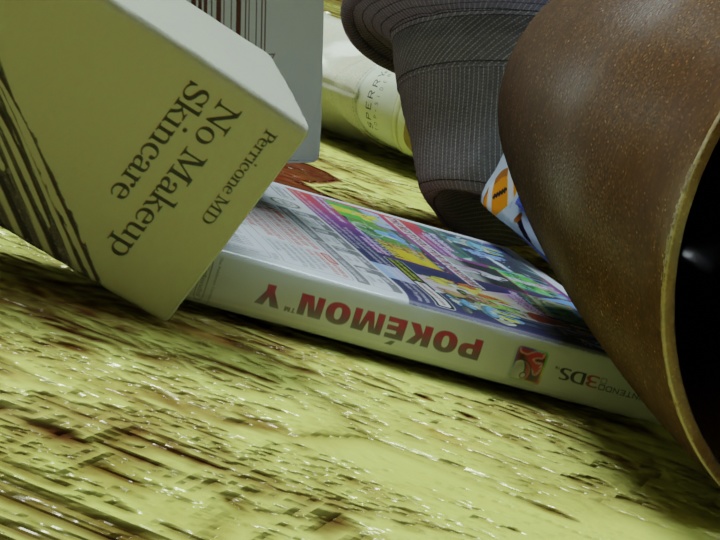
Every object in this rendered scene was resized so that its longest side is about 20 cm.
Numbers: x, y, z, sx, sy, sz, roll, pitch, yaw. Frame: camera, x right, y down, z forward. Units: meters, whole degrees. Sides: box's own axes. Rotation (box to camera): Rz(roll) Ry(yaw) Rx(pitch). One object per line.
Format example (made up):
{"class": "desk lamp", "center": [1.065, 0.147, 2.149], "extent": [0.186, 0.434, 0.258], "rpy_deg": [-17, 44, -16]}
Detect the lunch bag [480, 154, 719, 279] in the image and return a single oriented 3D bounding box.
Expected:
{"class": "lunch bag", "center": [0.147, -0.003, 1.034], "extent": [0.160, 0.076, 0.200], "rpy_deg": [13, 19, -38]}

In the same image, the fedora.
{"class": "fedora", "center": [0.081, -0.060, 1.174], "extent": [0.177, 0.090, 0.200], "rpy_deg": [-1, -12, 39]}

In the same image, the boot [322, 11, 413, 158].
{"class": "boot", "center": [0.015, -0.105, 1.476], "extent": [0.154, 0.072, 0.200], "rpy_deg": [20, 9, 25]}

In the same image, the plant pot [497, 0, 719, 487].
{"class": "plant pot", "center": [0.129, -0.032, 0.860], "extent": [0.187, 0.187, 0.200], "rpy_deg": [13, 10, -28]}

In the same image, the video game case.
{"class": "video game case", "center": [0.000, 0.000, 0.954], "extent": [0.182, 0.023, 0.200], "rpy_deg": [15, 8, -17]}

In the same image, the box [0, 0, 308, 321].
{"class": "box", "center": [-0.119, -0.073, 0.783], "extent": [0.200, 0.082, 0.068], "rpy_deg": [31, 13, -24]}

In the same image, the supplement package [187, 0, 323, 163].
{"class": "supplement package", "center": [-0.105, -0.111, 1.001], "extent": [0.117, 0.118, 0.200], "rpy_deg": [-5, 16, -24]}
